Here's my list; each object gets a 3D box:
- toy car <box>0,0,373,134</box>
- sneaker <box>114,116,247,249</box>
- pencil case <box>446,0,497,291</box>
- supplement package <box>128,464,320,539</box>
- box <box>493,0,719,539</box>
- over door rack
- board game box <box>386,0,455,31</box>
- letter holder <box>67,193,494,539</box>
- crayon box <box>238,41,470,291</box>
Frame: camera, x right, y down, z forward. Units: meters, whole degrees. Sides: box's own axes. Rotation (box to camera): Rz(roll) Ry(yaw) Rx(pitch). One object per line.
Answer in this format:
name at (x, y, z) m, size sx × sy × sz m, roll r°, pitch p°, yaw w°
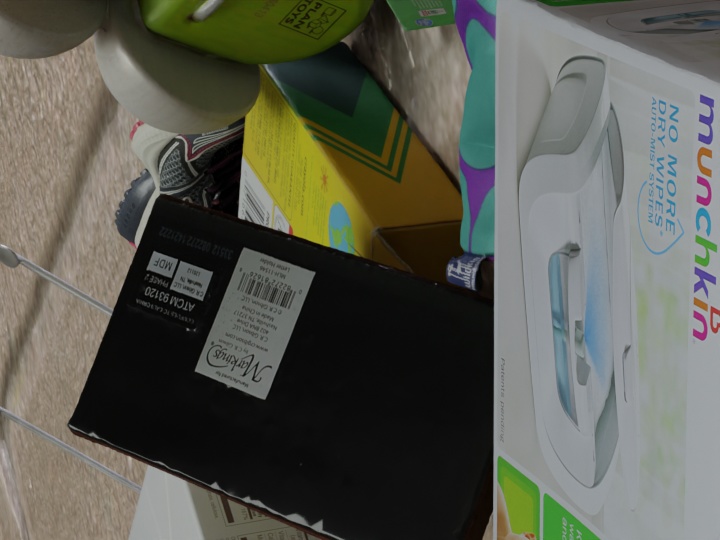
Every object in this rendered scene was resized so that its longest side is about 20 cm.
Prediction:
toy car at (-0.081, -0.170, 1.078) m, size 0.175 × 0.199 × 0.151 m, roll -43°, pitch 37°, yaw 35°
sneaker at (-0.069, -0.041, 1.269) m, size 0.075 × 0.080 × 0.200 m, roll 58°, pitch 160°, yaw 16°
pencil case at (0.064, -0.098, 0.851) m, size 0.092 × 0.085 × 0.202 m, roll 4°, pitch 101°, yaw 55°
supplement package at (-0.028, 0.183, 1.168) m, size 0.156 × 0.110 × 0.201 m, roll 109°, pitch 148°, yaw -50°
box at (0.115, 0.026, 0.742) m, size 0.176 × 0.096 × 0.202 m, roll -140°, pitch 47°, yaw -65°
over door rack at (-0.122, 0.056, 1.303) m, size 0.148 × 0.199 × 0.067 m, roll 107°, pitch -176°, yaw -50°
board game box at (0.009, -0.175, 0.918) m, size 0.200 × 0.029 × 0.136 m, roll 37°, pitch -134°, yaw -80°
letter holder at (0.015, 0.058, 0.968) m, size 0.199 × 0.142 × 0.101 m, roll 18°, pitch 85°, yaw 40°
crayon box at (0.000, 0.000, 1.113) m, size 0.200 × 0.050 × 0.128 m, roll -123°, pitch 32°, yaw -51°
